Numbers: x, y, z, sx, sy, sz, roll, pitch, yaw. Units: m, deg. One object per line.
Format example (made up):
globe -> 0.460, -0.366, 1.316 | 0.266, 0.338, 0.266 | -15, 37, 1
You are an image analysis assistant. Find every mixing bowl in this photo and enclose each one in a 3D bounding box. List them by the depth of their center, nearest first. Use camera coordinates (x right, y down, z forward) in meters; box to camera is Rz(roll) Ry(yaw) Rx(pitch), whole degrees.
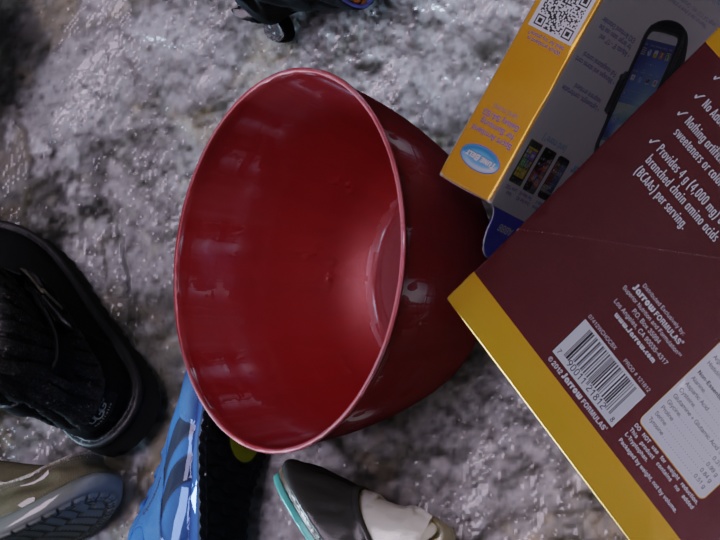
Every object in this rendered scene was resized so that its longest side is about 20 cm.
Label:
mixing bowl -> 0.000, 0.000, 1.321 | 0.200, 0.108, 0.201 | -11, 76, 51

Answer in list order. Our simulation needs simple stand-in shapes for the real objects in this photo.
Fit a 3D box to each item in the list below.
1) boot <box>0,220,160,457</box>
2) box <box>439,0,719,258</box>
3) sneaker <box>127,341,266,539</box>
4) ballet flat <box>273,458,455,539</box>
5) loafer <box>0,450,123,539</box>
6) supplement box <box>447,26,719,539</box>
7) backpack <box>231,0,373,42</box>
boot -> -0.219, 0.018, 1.436 | 0.211, 0.158, 0.080 | 37, 96, 38
box -> 0.117, -0.094, 1.282 | 0.041, 0.119, 0.200 | 34, 95, 33
sneaker -> -0.100, 0.128, 1.391 | 0.078, 0.066, 0.201 | -4, 75, 35
ballet flat -> 0.029, 0.172, 1.304 | 0.068, 0.068, 0.200 | -33, 72, 9
loafer -> -0.228, 0.138, 1.461 | 0.199, 0.075, 0.070 | -21, 71, 26
supplement box -> 0.191, 0.026, 1.196 | 0.200, 0.133, 0.197 | -45, 58, 14
backpack -> -0.042, -0.255, 1.391 | 0.154, 0.200, 0.191 | -8, 66, 25
